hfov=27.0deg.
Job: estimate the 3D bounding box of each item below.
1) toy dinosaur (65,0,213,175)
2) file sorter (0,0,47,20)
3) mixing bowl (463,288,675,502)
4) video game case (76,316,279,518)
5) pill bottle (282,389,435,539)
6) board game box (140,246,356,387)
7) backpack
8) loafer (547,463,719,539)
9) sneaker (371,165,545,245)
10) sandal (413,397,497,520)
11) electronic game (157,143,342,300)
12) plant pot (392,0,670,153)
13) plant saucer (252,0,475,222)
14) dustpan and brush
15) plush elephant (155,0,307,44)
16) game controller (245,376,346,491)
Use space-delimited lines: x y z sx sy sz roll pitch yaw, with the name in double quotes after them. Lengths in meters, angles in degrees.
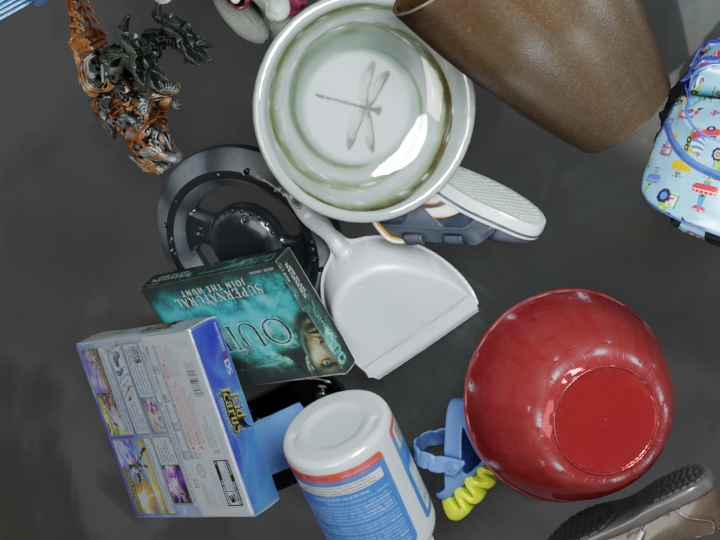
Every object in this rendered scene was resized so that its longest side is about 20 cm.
-0.228 -0.188 1.431 0.136 0.102 0.200 -21 125 42 "toy dinosaur"
-0.368 -0.289 1.358 0.123 0.200 0.139 -30 99 -9 "file sorter"
0.201 0.121 1.333 0.200 0.108 0.200 -1 96 -11 "mixing bowl"
-0.187 0.152 1.521 0.181 0.045 0.200 -9 103 41 "video game case"
0.008 0.225 1.475 0.112 0.112 0.200 -9 123 23 "pill bottle"
-0.111 0.052 1.465 0.200 0.028 0.135 -11 118 43 "board game box"
0.321 -0.091 1.204 0.182 0.200 0.135 21 116 12 "backpack"
0.258 0.257 1.433 0.200 0.073 0.071 -29 97 27 "loafer"
0.071 -0.057 1.378 0.200 0.078 0.079 27 113 21 "sneaker"
0.117 0.153 1.444 0.087 0.079 0.200 40 116 5 "sandal"
-0.109 -0.030 1.471 0.200 0.042 0.200 11 121 19 "electronic game"
0.162 -0.201 1.246 0.187 0.187 0.200 -34 108 27 "plant pot"
-0.001 -0.143 1.312 0.200 0.050 0.200 -3 100 -16 "plant saucer"
0.000 0.000 1.418 0.140 0.057 0.200 -36 125 18 "dustpan and brush"
-0.089 -0.269 1.306 0.200 0.155 0.165 44 118 -1 "plush elephant"
-0.086 0.174 1.544 0.200 0.042 0.104 -26 100 27 "game controller"
